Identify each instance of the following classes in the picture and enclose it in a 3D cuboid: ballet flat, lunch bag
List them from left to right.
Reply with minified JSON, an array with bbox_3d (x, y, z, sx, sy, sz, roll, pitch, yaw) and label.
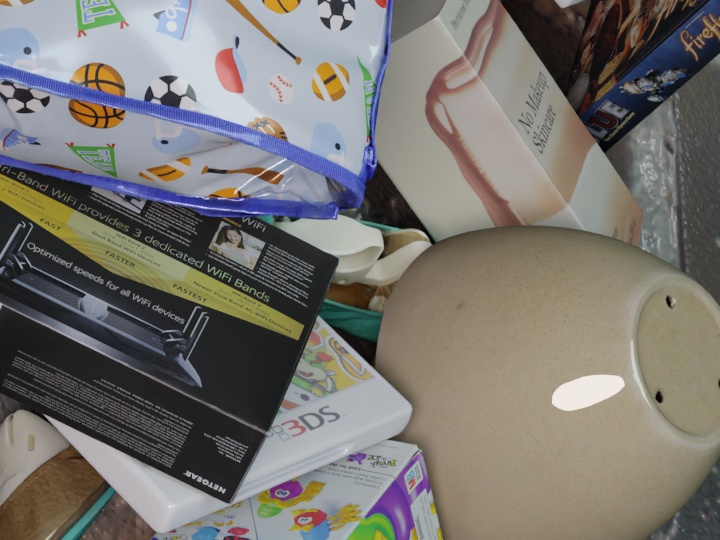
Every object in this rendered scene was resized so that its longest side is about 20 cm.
[{"bbox_3d":[-0.138,0.087,1.413,0.072,0.068,0.200,45,46,1],"label":"ballet flat"},{"bbox_3d":[-0.084,-0.122,1.359,0.200,0.124,0.170,10,69,-12],"label":"lunch bag"},{"bbox_3d":[0.000,0.000,1.569,0.200,0.070,0.067,11,69,-43],"label":"ballet flat"}]

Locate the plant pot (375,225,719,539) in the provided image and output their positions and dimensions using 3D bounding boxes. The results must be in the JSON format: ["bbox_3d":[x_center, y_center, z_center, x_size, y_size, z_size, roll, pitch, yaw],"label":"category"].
[{"bbox_3d":[0.125,0.061,1.508,0.200,0.134,0.201,18,64,-41],"label":"plant pot"}]

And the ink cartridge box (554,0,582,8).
[{"bbox_3d":[0.120,-0.280,1.682,0.200,0.145,0.085,49,37,9],"label":"ink cartridge box"}]

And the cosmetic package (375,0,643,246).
[{"bbox_3d":[0.074,-0.072,1.639,0.200,0.087,0.103,53,28,-19],"label":"cosmetic package"}]

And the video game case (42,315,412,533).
[{"bbox_3d":[-0.099,0.035,1.413,0.200,0.023,0.182,43,37,24],"label":"video game case"}]

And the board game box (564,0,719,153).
[{"bbox_3d":[0.195,-0.169,1.730,0.035,0.200,0.136,27,56,-14],"label":"board game box"}]

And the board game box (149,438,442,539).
[{"bbox_3d":[-0.050,0.179,1.414,0.200,0.105,0.103,-48,135,-43],"label":"board game box"}]

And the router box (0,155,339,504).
[{"bbox_3d":[-0.123,0.009,1.363,0.200,0.052,0.157,27,34,-2],"label":"router box"}]

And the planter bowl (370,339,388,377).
[{"bbox_3d":[0.052,0.107,1.576,0.200,0.083,0.201,18,64,-42],"label":"planter bowl"}]
